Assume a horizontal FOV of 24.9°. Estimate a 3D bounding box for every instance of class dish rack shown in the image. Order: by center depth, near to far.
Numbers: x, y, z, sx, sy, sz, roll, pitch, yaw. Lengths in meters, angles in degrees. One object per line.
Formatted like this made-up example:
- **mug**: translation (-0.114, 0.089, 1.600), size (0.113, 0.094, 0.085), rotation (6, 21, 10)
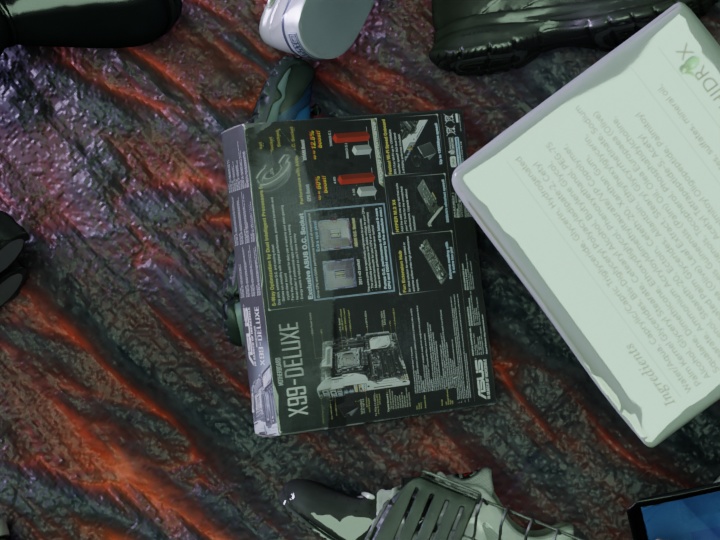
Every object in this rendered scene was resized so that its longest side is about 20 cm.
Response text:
- **dish rack**: translation (0.088, 0.211, 0.989), size (0.200, 0.055, 0.154), rotation (21, 73, 12)

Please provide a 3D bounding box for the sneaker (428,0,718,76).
- **sneaker**: translation (0.140, -0.189, 1.083), size (0.199, 0.076, 0.091), rotation (-8, 80, 7)

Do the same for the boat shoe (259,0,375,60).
- **boat shoe**: translation (-0.006, -0.234, 1.107), size (0.065, 0.074, 0.200), rotation (16, 67, 48)

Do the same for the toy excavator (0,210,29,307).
- **toy excavator**: translation (-0.336, 0.032, 1.122), size (0.100, 0.195, 0.200), rotation (43, 66, 8)

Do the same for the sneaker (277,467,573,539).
- **sneaker**: translation (0.047, 0.163, 1.080), size (0.200, 0.074, 0.089), rotation (21, 91, 0)

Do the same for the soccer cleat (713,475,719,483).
- **soccer cleat**: translation (0.265, 0.138, 1.054), size (0.200, 0.070, 0.086), rotation (-33, 45, 18)

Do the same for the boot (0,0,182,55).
- **boot**: translation (-0.239, -0.148, 1.094), size (0.200, 0.077, 0.168), rotation (11, 48, 14)

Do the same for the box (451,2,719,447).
- **box**: translation (0.184, -0.022, 1.000), size (0.171, 0.199, 0.200), rotation (-36, 82, 6)

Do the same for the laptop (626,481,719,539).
- **laptop**: translation (0.279, 0.218, 0.981), size (0.103, 0.200, 0.178), rotation (-31, 121, -24)

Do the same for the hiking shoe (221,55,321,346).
- **hiking shoe**: translation (-0.042, -0.044, 1.112), size (0.086, 0.074, 0.201), rotation (8, 92, -8)

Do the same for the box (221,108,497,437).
- **box**: translation (0.000, 0.000, 1.061), size (0.157, 0.050, 0.201), rotation (-7, 89, -23)

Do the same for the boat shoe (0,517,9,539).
- **boat shoe**: translation (-0.326, 0.241, 1.131), size (0.200, 0.076, 0.060), rotation (-28, 77, 7)
